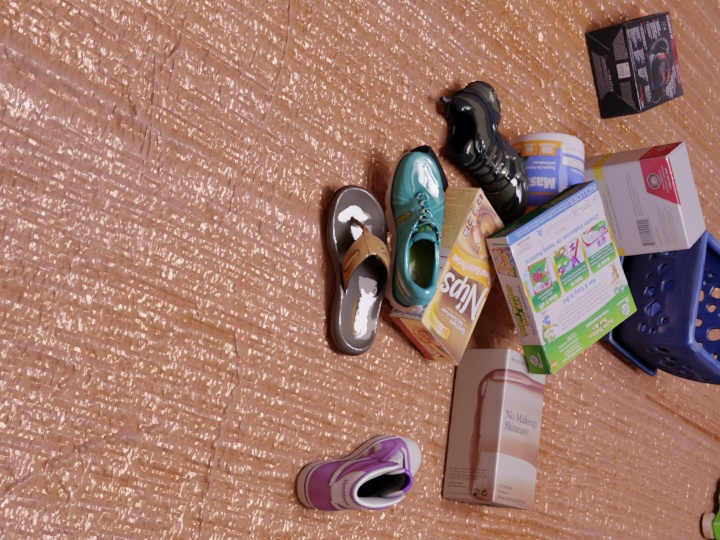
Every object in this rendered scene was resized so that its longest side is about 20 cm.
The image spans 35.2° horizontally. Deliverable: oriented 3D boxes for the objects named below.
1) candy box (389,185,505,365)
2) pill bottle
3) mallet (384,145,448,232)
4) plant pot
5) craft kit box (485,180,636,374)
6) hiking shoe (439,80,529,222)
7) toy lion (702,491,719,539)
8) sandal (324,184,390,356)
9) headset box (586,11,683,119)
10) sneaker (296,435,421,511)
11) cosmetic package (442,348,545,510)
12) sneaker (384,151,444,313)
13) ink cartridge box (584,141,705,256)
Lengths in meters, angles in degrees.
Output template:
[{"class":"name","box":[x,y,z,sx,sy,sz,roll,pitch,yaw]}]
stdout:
[{"class":"candy box","box":[0.119,0.006,1.459,0.115,0.055,0.201,49,58,-45]},{"class":"pill bottle","box":[0.261,-0.087,1.617,0.112,0.112,0.201,14,75,-48]},{"class":"mallet","box":[0.051,-0.069,1.433,0.066,0.041,0.200,53,54,-35]},{"class":"plant pot","box":[0.503,0.065,1.834,0.200,0.179,0.201,34,63,-42]},{"class":"craft kit box","box":[0.273,0.007,1.522,0.200,0.048,0.198,-29,102,-36]},{"class":"hiking shoe","box":[0.160,-0.152,1.547,0.100,0.076,0.201,-27,98,-38]},{"class":"toy lion","box":[0.706,0.489,2.130,0.191,0.068,0.201,-30,109,-55]},{"class":"sandal","box":[0.000,0.000,1.334,0.081,0.055,0.201,7,84,-28]},{"class":"headset box","box":[0.471,-0.349,1.915,0.200,0.075,0.149,-26,106,-47]},{"class":"sneaker","box":[0.033,0.241,1.319,0.200,0.114,0.073,-13,95,-50]},{"class":"cosmetic package","box":[0.181,0.212,1.513,0.103,0.087,0.201,20,71,-45]},{"class":"sneaker","box":[0.075,-0.050,1.362,0.077,0.080,0.201,4,76,-15]},{"class":"ink cartridge box","box":[0.400,-0.103,1.715,0.083,0.199,0.146,-36,113,-48]}]
